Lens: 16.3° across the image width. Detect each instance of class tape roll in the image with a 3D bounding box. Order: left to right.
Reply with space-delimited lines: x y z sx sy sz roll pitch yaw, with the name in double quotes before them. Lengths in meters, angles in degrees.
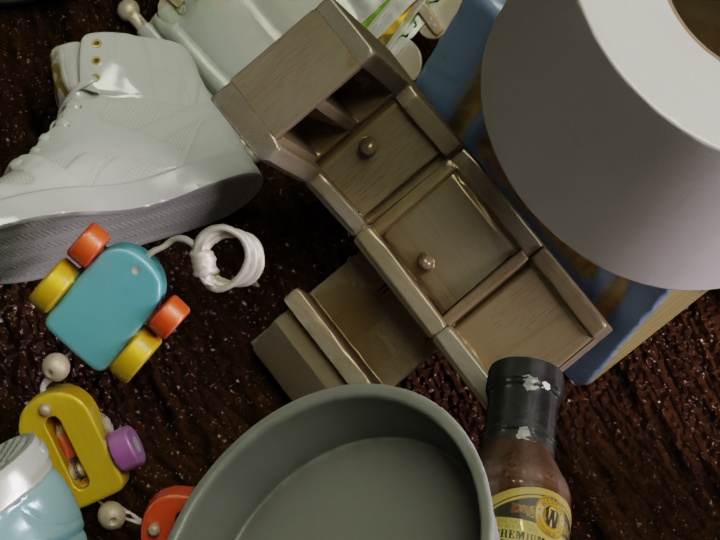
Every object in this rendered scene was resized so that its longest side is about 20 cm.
"tape roll" 0.173 -0.109 1.245 0.201 0.139 0.204 7 63 -15

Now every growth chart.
"growth chart" -0.025 -0.154 1.440 0.200 0.018 0.145 -37 82 9

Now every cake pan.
"cake pan" -0.014 0.152 1.215 0.037 0.199 0.202 39 50 -45

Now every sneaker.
"sneaker" -0.218 0.171 1.255 0.200 0.074 0.082 -38 103 -16
"sneaker" -0.164 -0.067 1.388 0.199 0.074 0.116 -16 68 -33

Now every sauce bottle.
"sauce bottle" 0.072 0.139 1.256 0.064 0.065 0.201 13 62 -11

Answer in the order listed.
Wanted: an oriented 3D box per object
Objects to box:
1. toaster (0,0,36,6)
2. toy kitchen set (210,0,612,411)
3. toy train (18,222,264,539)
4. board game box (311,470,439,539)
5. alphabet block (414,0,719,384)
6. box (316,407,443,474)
"toaster" -0.153 -0.238 1.436 0.199 0.129 0.114 -18 72 -24
"toy kitchen set" 0.000 0.000 1.307 0.163 0.180 0.200 -40 80 5
"toy train" -0.104 0.070 1.321 0.149 0.056 0.202 2 100 4
"board game box" -0.029 0.203 1.237 0.200 0.023 0.105 -48 47 3
"alphabet block" 0.162 -0.089 1.424 0.200 0.197 0.196 -36 81 -28
"box" 0.040 0.186 1.313 0.077 0.095 0.201 -18 73 -24
